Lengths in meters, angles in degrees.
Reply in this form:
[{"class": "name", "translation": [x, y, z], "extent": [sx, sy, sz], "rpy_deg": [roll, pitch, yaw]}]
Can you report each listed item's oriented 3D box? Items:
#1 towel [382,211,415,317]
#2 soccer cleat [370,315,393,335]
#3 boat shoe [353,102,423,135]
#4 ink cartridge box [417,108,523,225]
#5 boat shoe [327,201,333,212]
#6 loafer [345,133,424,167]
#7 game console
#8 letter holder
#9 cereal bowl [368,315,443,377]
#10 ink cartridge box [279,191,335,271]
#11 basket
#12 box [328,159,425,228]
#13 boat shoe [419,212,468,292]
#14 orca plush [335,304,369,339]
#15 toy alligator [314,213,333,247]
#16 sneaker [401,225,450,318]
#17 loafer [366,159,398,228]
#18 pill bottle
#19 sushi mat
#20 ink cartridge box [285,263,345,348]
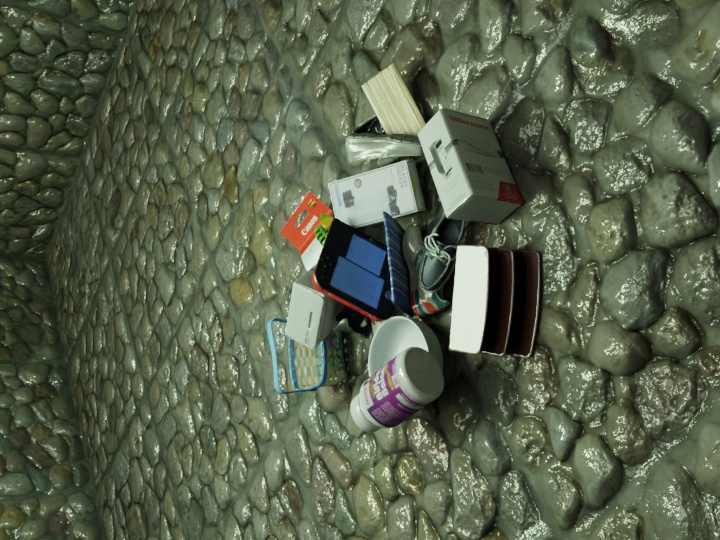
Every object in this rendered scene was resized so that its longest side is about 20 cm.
[{"class": "towel", "translation": [0.082, -0.009, 1.637], "extent": [0.023, 0.145, 0.204], "rpy_deg": [-13, 68, 19]}, {"class": "soccer cleat", "translation": [0.036, 0.076, 1.740], "extent": [0.069, 0.077, 0.205], "rpy_deg": [-14, 76, 50]}, {"class": "boat shoe", "translation": [0.062, -0.342, 1.763], "extent": [0.198, 0.061, 0.077], "rpy_deg": [-8, 78, 51]}, {"class": "ink cartridge box", "translation": [0.212, -0.200, 1.489], "extent": [0.083, 0.145, 0.203], "rpy_deg": [-42, 54, 43]}, {"class": "boat shoe", "translation": [-0.073, -0.101, 1.919], "extent": [0.072, 0.069, 0.203], "rpy_deg": [-95, 27, -52]}, {"class": "loafer", "translation": [0.058, -0.264, 1.690], "extent": [0.197, 0.070, 0.071], "rpy_deg": [8, 114, 30]}, {"class": "game console", "translation": [0.000, 0.000, 1.659], "extent": [0.031, 0.198, 0.179], "rpy_deg": [-35, 30, 58]}, {"class": "letter holder", "translation": [0.256, 0.059, 1.443], "extent": [0.141, 0.099, 0.205], "rpy_deg": [4, 90, 50]}, {"class": "cereal bowl", "translation": [0.107, 0.198, 1.631], "extent": [0.198, 0.082, 0.205], "rpy_deg": [-7, 81, 51]}, {"class": "ink cartridge box", "translation": [-0.097, -0.067, 1.861], "extent": [0.200, 0.047, 0.160], "rpy_deg": [42, 126, 0]}, {"class": "basket", "translation": [-0.133, 0.205, 1.842], "extent": [0.138, 0.197, 0.180], "rpy_deg": [-26, 67, 47]}, {"class": "box", "translation": [0.036, -0.165, 1.698], "extent": [0.197, 0.060, 0.119], "rpy_deg": [-12, 91, 24]}, {"class": "boat shoe", "translation": [0.171, -0.052, 1.546], "extent": [0.074, 0.062, 0.202], "rpy_deg": [29, 92, 15]}, {"class": "orca plush", "translation": [-0.027, 0.093, 1.747], "extent": [0.201, 0.070, 0.107], "rpy_deg": [96, 157, -66]}, {"class": "toy alligator", "translation": [-0.056, -0.058, 1.753], "extent": [0.201, 0.054, 0.060], "rpy_deg": [52, 166, 34]}, {"class": "sneaker", "translation": [0.148, -0.005, 1.628], "extent": [0.092, 0.070, 0.204], "rpy_deg": [-17, 70, 31]}, {"class": "loafer", "translation": [0.046, -0.199, 1.752], "extent": [0.069, 0.074, 0.205], "rpy_deg": [-170, 86, -65]}, {"class": "pill bottle", "translation": [0.066, 0.245, 1.522], "extent": [0.200, 0.111, 0.114], "rpy_deg": [-43, 54, 39]}, {"class": "sushi mat", "translation": [0.083, -0.352, 1.702], "extent": [0.095, 0.012, 0.203], "rpy_deg": [-30, 84, 29]}, {"class": "ink cartridge box", "translation": [-0.084, 0.062, 1.759], "extent": [0.082, 0.200, 0.149], "rpy_deg": [22, 121, 17]}]
